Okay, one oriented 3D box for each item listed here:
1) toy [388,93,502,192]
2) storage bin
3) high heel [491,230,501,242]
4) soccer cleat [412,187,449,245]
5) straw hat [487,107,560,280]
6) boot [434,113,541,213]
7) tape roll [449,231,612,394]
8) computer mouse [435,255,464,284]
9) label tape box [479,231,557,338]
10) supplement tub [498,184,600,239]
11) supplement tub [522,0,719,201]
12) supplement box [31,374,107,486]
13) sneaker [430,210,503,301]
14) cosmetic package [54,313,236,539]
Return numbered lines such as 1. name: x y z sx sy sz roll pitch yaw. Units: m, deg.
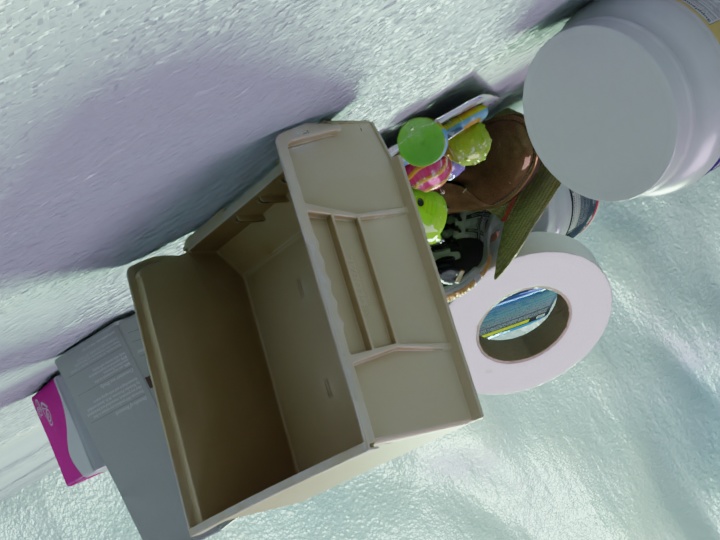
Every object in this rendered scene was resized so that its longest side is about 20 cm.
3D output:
1. toy: 0.065 -0.095 1.036 0.115 0.047 0.200 -29 177 12
2. storage bin: -0.045 0.037 0.802 0.093 0.199 0.200 -5 161 -38
3. high heel: 0.105 -0.051 1.455 0.200 0.067 0.096 -34 -161 52
4. soccer cleat: -0.012 -0.039 1.136 0.081 0.068 0.200 23 153 -38
5. straw hat: 0.140 -0.098 1.209 0.202 0.085 0.201 -61 179 -2
6. boot: 0.077 -0.081 1.151 0.075 0.074 0.200 -14 174 -41
7. tape roll: 0.166 0.048 1.363 0.202 0.037 0.203 -10 132 -11
8. computer mouse: -0.006 0.029 1.171 0.200 0.044 0.110 -27 171 28
9. label tape box: 0.145 0.032 1.472 0.143 0.066 0.200 -19 167 -4
10. supplement tub: 0.203 -0.086 1.578 0.140 0.141 0.200 -32 176 29
11. supplement tub: 0.224 -0.138 0.933 0.200 0.146 0.145 -28 176 -42
12. supplement box: -0.210 0.128 1.298 0.200 0.104 0.101 -22 175 -32
13. sneaker: 0.092 -0.050 1.285 0.075 0.088 0.200 -10 -146 35
14. cosmetic package: -0.170 0.139 1.137 0.090 0.200 0.107 -31 177 25
